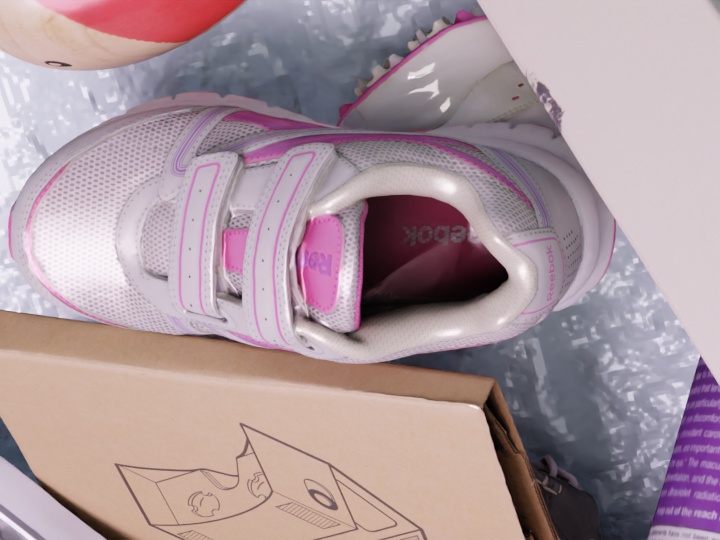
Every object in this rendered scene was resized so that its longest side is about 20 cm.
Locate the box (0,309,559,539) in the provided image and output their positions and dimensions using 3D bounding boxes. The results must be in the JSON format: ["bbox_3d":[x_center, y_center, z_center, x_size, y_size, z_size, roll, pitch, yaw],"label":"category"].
[{"bbox_3d":[-0.027,0.080,0.947,0.200,0.021,0.164,7,143,26],"label":"box"}]

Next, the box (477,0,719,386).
[{"bbox_3d":[0.111,-0.046,0.849,0.068,0.200,0.082,-43,142,21],"label":"box"}]

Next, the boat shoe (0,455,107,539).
[{"bbox_3d":[-0.136,0.110,0.993,0.200,0.057,0.069,35,155,5],"label":"boat shoe"}]

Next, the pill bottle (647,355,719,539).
[{"bbox_3d":[0.165,0.050,0.900,0.111,0.111,0.200,17,81,-3],"label":"pill bottle"}]

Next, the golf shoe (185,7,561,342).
[{"bbox_3d":[0.000,0.000,0.940,0.200,0.075,0.092,-44,84,22],"label":"golf shoe"}]

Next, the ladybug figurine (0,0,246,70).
[{"bbox_3d":[-0.074,-0.148,0.891,0.136,0.072,0.200,30,113,-8],"label":"ladybug figurine"}]

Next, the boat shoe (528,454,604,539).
[{"bbox_3d":[0.079,0.116,1.009,0.057,0.067,0.200,-38,111,-19],"label":"boat shoe"}]

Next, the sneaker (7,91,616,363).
[{"bbox_3d":[-0.020,-0.014,0.864,0.200,0.088,0.081,-2,101,10],"label":"sneaker"}]
